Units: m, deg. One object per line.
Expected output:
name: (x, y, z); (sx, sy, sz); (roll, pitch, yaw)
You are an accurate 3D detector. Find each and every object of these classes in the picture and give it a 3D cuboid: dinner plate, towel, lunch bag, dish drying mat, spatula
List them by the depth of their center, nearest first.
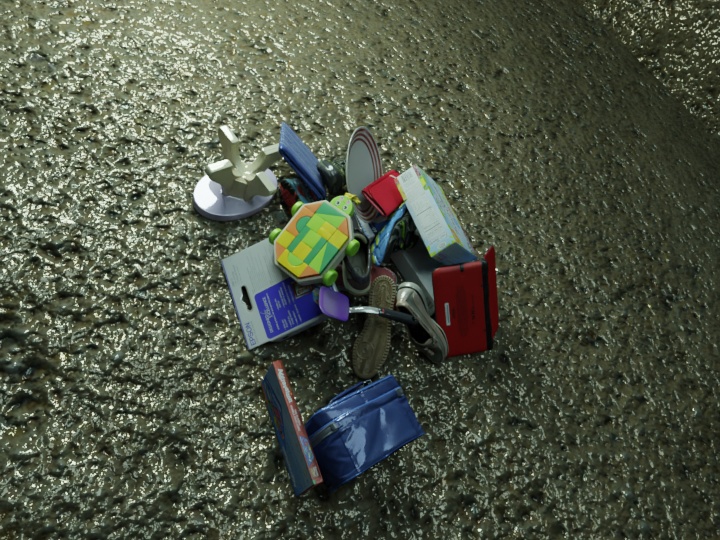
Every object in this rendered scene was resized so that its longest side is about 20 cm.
lunch bag: (0.004, 0.265, 0.887); (0.198, 0.136, 0.133); (-20, 69, -34)
spatula: (0.017, 0.075, 0.945); (0.197, 0.021, 0.057); (13, 54, -14)
dinner plate: (0.005, -0.203, 1.109); (0.024, 0.202, 0.202); (1, 48, 22)
towel: (-0.131, -0.245, 1.142); (0.145, 0.024, 0.201); (48, 15, -27)
dish drying mat: (0.065, -0.177, 1.150); (0.077, 0.018, 0.200); (47, 31, -1)

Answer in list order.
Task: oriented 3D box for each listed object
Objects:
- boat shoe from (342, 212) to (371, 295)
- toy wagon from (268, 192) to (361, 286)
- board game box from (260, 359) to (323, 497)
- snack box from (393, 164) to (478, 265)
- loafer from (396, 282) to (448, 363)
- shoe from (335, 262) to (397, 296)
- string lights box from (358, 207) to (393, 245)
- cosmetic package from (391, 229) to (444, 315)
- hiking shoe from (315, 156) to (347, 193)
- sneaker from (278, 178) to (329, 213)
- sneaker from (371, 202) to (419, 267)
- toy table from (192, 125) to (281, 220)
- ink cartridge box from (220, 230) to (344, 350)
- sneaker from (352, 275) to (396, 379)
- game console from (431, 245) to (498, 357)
boat shoe: (-0.012, -0.051, 1.015); (0.071, 0.065, 0.203); (2, 58, -18)
toy wagon: (-0.075, -0.072, 0.970); (0.154, 0.040, 0.201); (35, 81, 21)
board game box: (-0.118, 0.261, 0.855); (0.019, 0.103, 0.202); (-10, 64, -30)
snack box: (0.168, -0.112, 1.139); (0.168, 0.067, 0.202); (21, 41, -59)
loafer: (0.117, 0.119, 1.032); (0.202, 0.071, 0.063); (62, 37, -27)
shoe: (0.000, 0.000, 1.087); (0.197, 0.091, 0.072); (6, 57, -22)
string lights box: (0.049, -0.124, 1.210); (0.198, 0.059, 0.104); (-22, 73, -34)
cosmetic package: (0.165, -0.013, 1.198); (0.149, 0.052, 0.202); (-22, 71, -32)
hiking shoe: (-0.037, -0.227, 1.151); (0.077, 0.100, 0.200); (61, 8, -10)
sneaker: (-0.095, -0.131, 1.137); (0.095, 0.080, 0.201); (-21, 70, -36)
sneaker: (0.084, -0.073, 1.113); (0.082, 0.071, 0.200); (40, 45, -5)
toy table: (-0.250, -0.196, 1.084); (0.183, 0.117, 0.200); (42, 51, 5)
ink cartridge box: (-0.151, 0.027, 0.998); (0.197, 0.043, 0.201); (-24, 70, 3)
sneaker: (0.033, 0.115, 1.045); (0.070, 0.112, 0.203); (14, 85, 5)
game console: (0.234, 0.065, 1.126); (0.169, 0.203, 0.119); (-9, 16, -3)
